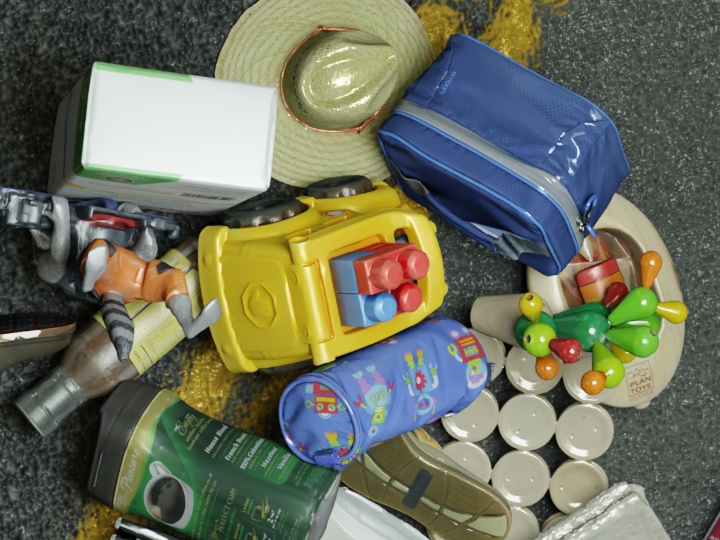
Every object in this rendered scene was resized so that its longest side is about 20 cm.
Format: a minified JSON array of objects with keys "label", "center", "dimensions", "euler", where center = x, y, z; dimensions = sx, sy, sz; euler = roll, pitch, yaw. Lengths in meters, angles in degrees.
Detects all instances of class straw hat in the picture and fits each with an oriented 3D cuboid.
[{"label":"straw hat","center":[-0.016,-0.160,1.706],"dimensions":[0.200,0.085,0.202],"euler":[0,88,-15]}]

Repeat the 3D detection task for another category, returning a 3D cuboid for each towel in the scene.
[{"label":"towel","center":[0.174,0.268,1.730],"dimensions":[0.200,0.035,0.133],"euler":[-33,129,0]}]

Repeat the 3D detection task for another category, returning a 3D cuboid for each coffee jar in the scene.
[{"label":"coffee jar","center":[-0.122,0.168,1.632],"dimensions":[0.199,0.085,0.105],"euler":[24,126,8]}]

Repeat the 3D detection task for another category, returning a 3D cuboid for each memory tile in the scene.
[{"label":"memory tile","center":[0.139,0.152,1.741],"dimensions":[0.152,0.017,0.201],"euler":[8,101,3]}]

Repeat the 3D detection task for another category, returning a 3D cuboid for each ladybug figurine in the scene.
[{"label":"ladybug figurine","center":[0.208,0.026,1.772],"dimensions":[0.135,0.072,0.201],"euler":[-18,93,-14]}]

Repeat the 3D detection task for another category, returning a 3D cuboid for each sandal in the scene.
[{"label":"sandal","center":[0.043,0.163,1.726],"dimensions":[0.200,0.054,0.080],"euler":[33,115,1]}]

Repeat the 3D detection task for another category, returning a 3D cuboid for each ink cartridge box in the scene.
[{"label":"ink cartridge box","center":[-0.160,-0.099,1.606],"dimensions":[0.144,0.200,0.084],"euler":[7,84,-16]}]

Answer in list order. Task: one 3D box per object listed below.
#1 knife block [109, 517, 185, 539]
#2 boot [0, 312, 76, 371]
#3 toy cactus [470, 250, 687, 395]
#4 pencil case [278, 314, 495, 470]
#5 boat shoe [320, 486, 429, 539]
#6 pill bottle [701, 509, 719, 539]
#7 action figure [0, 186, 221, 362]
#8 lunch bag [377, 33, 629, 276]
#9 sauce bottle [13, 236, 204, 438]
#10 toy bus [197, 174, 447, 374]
[{"label":"knife block","center":[-0.112,0.255,1.681],"dimensions":[0.199,0.064,0.176],"euler":[-25,96,-15]},{"label":"boot","center":[-0.319,0.095,1.630],"dimensions":[0.199,0.075,0.097],"euler":[-11,103,-8]},{"label":"toy cactus","center":[0.164,0.038,1.659],"dimensions":[0.200,0.164,0.103],"euler":[-23,116,-51]},{"label":"pencil case","center":[0.022,0.099,1.647],"dimensions":[0.200,0.078,0.087],"euler":[-21,95,-49]},{"label":"boat shoe","center":[-0.012,0.215,1.709],"dimensions":[0.199,0.069,0.072],"euler":[26,117,-2]},{"label":"pill bottle","center":[0.339,0.279,1.784],"dimensions":[0.113,0.113,0.200],"euler":[35,81,-12]},{"label":"action figure","center":[-0.223,-0.005,1.592],"dimensions":[0.199,0.193,0.105],"euler":[11,97,-30]},{"label":"lunch bag","center":[0.119,-0.084,1.686],"dimensions":[0.200,0.136,0.133],"euler":[32,78,28]},{"label":"sauce bottle","center":[-0.194,0.056,1.662],"dimensions":[0.200,0.065,0.065],"euler":[-39,99,-12]},{"label":"toy bus","center":[0.000,0.000,1.633],"dimensions":[0.199,0.192,0.136],"euler":[-21,103,-39]}]
